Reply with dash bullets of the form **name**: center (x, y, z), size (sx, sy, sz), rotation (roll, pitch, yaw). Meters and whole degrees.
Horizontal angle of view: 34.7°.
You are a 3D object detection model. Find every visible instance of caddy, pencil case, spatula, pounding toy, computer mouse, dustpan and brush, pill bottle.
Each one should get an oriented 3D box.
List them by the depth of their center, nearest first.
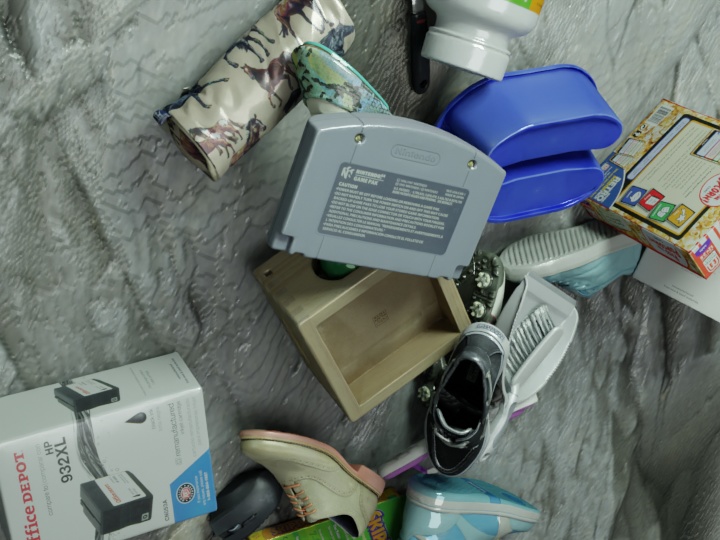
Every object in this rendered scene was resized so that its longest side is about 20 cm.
- **pencil case**: center (-0.091, -0.177, 1.033), size (0.200, 0.089, 0.078), rotation (-46, 160, -7)
- **pill bottle**: center (0.125, -0.285, 1.076), size (0.110, 0.111, 0.201), rotation (12, 102, -31)
- **spatula**: center (0.051, -0.264, 1.107), size (0.056, 0.021, 0.201), rotation (-20, 119, -23)
- **pounding toy**: center (0.000, 0.000, 1.144), size (0.184, 0.142, 0.201), rotation (-35, 133, -9)
- **caddy**: center (0.166, -0.135, 1.177), size (0.199, 0.105, 0.142), rotation (-12, 140, -23)
- **computer mouse**: center (-0.156, 0.292, 1.233), size (0.200, 0.034, 0.059), rotation (-49, 125, 0)
- **dustpan and brush**: center (0.168, 0.112, 1.237), size (0.201, 0.057, 0.139), rotation (-55, 143, 6)

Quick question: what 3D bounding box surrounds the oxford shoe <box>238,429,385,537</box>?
- **oxford shoe**: center (-0.052, 0.225, 1.221), size (0.199, 0.071, 0.074), rotation (32, 63, -33)

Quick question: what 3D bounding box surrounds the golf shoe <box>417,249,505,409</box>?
- **golf shoe**: center (0.124, 0.067, 1.267), size (0.088, 0.077, 0.201), rotation (-6, 121, -39)

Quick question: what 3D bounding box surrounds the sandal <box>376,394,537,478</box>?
- **sandal**: center (0.113, 0.193, 1.284), size (0.202, 0.082, 0.050), rotation (-28, 79, -3)

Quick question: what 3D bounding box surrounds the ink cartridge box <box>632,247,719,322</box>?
- **ink cartridge box**: center (0.428, -0.049, 1.315), size (0.128, 0.125, 0.201), rotation (12, 105, -52)

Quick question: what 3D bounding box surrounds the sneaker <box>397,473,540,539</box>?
- **sneaker**: center (0.116, 0.313, 1.342), size (0.199, 0.079, 0.131), rotation (17, 94, -34)

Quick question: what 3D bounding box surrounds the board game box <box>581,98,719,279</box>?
- **board game box**: center (0.343, -0.093, 1.225), size (0.152, 0.200, 0.046), rotation (-45, 124, -2)

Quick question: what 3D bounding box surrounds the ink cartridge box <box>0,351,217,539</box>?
- **ink cartridge box**: center (-0.250, 0.181, 1.105), size (0.199, 0.084, 0.146), rotation (-14, 117, -22)

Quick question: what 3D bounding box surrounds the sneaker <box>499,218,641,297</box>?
- **sneaker**: center (0.239, -0.001, 1.281), size (0.199, 0.074, 0.083), rotation (-14, 114, -27)

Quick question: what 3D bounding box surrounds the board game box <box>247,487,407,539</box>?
- **board game box**: center (-0.029, 0.314, 1.311), size (0.199, 0.030, 0.096), rotation (-12, 117, -20)

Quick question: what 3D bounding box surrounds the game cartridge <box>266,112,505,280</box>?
- **game cartridge**: center (0.027, -0.066, 1.006), size (0.199, 0.042, 0.134), rotation (10, 108, -31)

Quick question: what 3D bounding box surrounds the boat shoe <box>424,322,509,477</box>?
- **boat shoe**: center (0.101, 0.147, 1.167), size (0.068, 0.071, 0.201), rotation (-52, 163, -49)

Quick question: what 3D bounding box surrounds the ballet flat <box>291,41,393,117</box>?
- **ballet flat**: center (0.002, -0.117, 1.017), size (0.200, 0.074, 0.074), rotation (39, 91, -35)
